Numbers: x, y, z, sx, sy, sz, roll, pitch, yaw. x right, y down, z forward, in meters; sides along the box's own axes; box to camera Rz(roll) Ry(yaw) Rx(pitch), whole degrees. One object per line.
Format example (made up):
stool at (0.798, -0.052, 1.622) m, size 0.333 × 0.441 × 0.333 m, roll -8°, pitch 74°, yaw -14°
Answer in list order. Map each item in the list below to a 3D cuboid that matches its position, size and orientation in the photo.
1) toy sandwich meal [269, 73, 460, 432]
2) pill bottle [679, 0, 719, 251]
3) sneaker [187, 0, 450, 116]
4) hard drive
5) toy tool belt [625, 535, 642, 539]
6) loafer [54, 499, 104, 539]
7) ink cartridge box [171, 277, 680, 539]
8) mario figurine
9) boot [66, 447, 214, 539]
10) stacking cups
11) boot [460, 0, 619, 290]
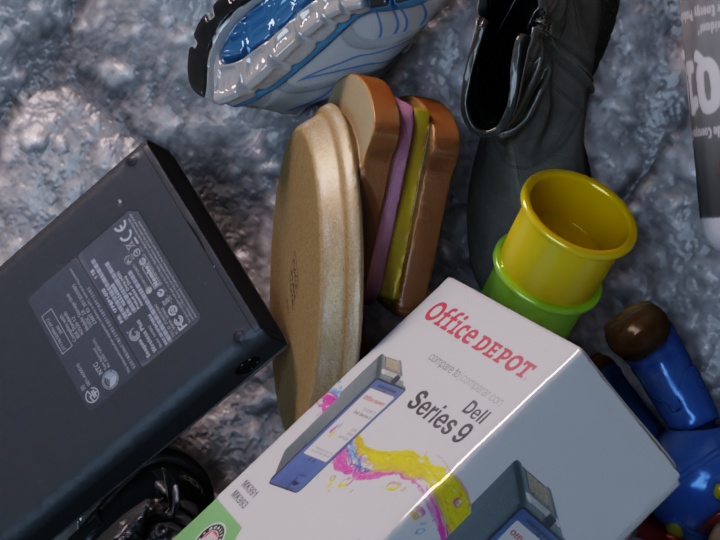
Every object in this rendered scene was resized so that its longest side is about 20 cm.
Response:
toy sandwich meal at (0.000, 0.000, 0.984) m, size 0.070 × 0.205 × 0.205 m, roll 1°, pitch 95°, yaw -11°
pill bottle at (0.214, -0.068, 0.909) m, size 0.114 × 0.114 × 0.200 m, roll -5°, pitch 91°, yaw 22°
sneaker at (0.008, -0.140, 0.998) m, size 0.200 × 0.087 × 0.075 m, roll -26°, pitch 60°, yaw 31°
hard drive at (-0.150, 0.045, 1.019) m, size 0.200 × 0.033 × 0.140 m, roll -39°, pitch 64°, yaw 12°
toy tool belt at (0.118, 0.162, 0.878) m, size 0.125 × 0.200 × 0.123 m, roll 41°, pitch 101°, yaw -2°
loafer at (-0.146, 0.083, 1.089) m, size 0.070 × 0.070 × 0.200 m, roll 2°, pitch 100°, yaw 14°
ink cartridge box at (0.020, 0.111, 0.844) m, size 0.200 × 0.145 × 0.088 m, roll -42°, pitch 114°, yaw -7°
mario figurine at (0.171, 0.113, 0.937) m, size 0.106 × 0.123 × 0.200 m, roll -30°, pitch 71°, yaw -23°
boot at (-0.137, 0.184, 0.989) m, size 0.073 × 0.162 × 0.198 m, roll 35°, pitch 95°, yaw -9°
stacking cups at (0.068, 0.039, 0.965) m, size 0.061 × 0.061 × 0.200 m, roll 40°, pitch 132°, yaw 14°
boot at (0.074, -0.073, 0.954) m, size 0.068 × 0.131 × 0.200 m, roll 11°, pitch 98°, yaw 20°
